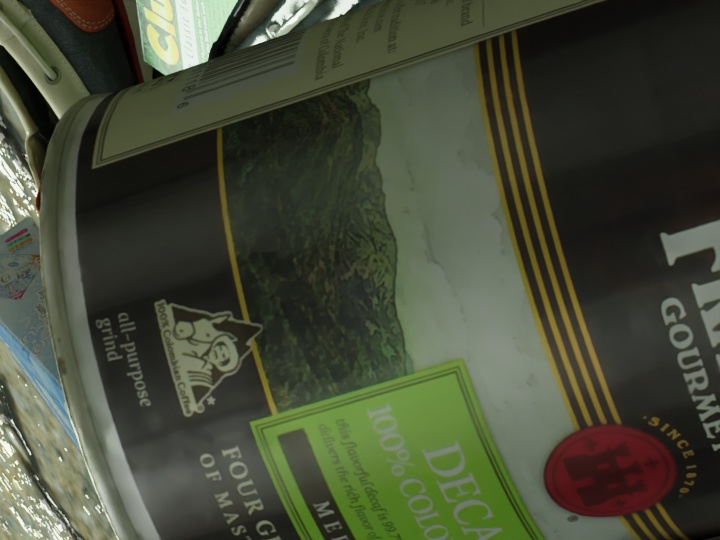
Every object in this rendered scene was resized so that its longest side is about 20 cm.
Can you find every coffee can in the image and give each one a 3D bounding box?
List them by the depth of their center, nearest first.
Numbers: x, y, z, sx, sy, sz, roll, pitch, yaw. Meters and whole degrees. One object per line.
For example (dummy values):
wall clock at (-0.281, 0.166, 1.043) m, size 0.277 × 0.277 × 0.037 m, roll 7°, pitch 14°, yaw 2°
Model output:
coffee can at (0.045, -0.001, 0.593) m, size 0.199 × 0.147 × 0.147 m, roll -17°, pitch 113°, yaw 16°

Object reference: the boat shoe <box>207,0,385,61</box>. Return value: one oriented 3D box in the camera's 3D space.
boat shoe at (-0.002, -0.097, 0.725) m, size 0.060 × 0.076 × 0.200 m, roll 22°, pitch 146°, yaw -4°

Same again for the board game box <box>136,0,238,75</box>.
board game box at (-0.044, -0.128, 0.831) m, size 0.104 × 0.023 × 0.201 m, roll 34°, pitch 146°, yaw 31°

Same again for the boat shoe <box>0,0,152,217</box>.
boat shoe at (-0.104, -0.045, 0.980) m, size 0.071 × 0.062 × 0.201 m, roll 23°, pitch 141°, yaw 42°

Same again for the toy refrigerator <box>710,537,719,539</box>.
toy refrigerator at (0.080, 0.018, 0.743) m, size 0.076 × 0.070 × 0.201 m, roll 11°, pitch 129°, yaw 42°

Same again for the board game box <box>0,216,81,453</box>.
board game box at (-0.060, 0.094, 0.960) m, size 0.201 × 0.043 × 0.199 m, roll 59°, pitch 169°, yaw -30°
